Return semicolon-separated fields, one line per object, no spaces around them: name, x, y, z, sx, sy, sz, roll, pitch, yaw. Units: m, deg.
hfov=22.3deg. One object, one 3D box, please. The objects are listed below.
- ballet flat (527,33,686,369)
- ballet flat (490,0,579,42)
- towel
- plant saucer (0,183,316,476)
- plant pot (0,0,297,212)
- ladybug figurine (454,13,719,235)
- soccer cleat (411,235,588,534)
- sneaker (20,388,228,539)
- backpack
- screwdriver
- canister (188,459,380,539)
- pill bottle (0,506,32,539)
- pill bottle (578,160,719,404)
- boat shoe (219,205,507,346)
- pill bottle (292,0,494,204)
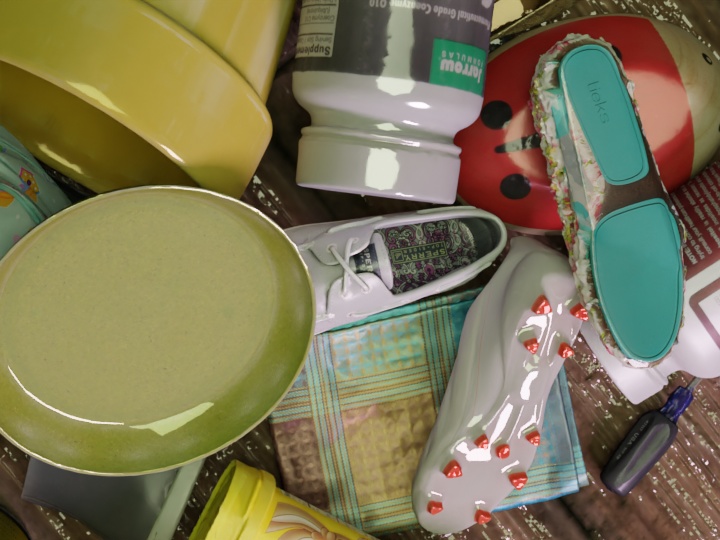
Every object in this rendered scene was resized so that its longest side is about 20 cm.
ballet flat;0.146;-0.041;1.084;0.075;0.064;0.201;-11;89;-15
ballet flat;0.090;-0.178;1.144;0.200;0.065;0.071;-35;96;-2
towel;0.040;0.093;1.182;0.199;0.022;0.147;-12;95;-4
plant saucer;-0.124;0.030;1.035;0.199;0.031;0.201;-9;126;-13
plant pot;-0.122;-0.154;1.074;0.200;0.201;0.189;30;75;-6
ladybug figurine;0.142;-0.091;1.151;0.199;0.072;0.136;-18;96;-3
soccer cleat;0.084;0.074;1.146;0.069;0.078;0.201;13;113;-25
sneaker;-0.135;0.072;1.138;0.106;0.075;0.201;22;89;-4
backpack;-0.227;-0.008;1.070;0.167;0.127;0.200;-35;128;-6
screwdriver;0.225;0.065;1.198;0.028;0.029;0.200;39;85;-7
canister;-0.022;0.227;1.130;0.199;0.087;0.149;27;90;-7
pill bottle;-0.250;0.204;1.076;0.111;0.200;0.112;0;95;-4
pill bottle;0.231;-0.007;1.138;0.200;0.113;0.113;-34;96;10
boat shoe;0.000;0.000;1.114;0.199;0.068;0.072;-7;81;-26
pill bottle;0.021;-0.143;1.059;0.112;0.113;0.201;6;92;-5
